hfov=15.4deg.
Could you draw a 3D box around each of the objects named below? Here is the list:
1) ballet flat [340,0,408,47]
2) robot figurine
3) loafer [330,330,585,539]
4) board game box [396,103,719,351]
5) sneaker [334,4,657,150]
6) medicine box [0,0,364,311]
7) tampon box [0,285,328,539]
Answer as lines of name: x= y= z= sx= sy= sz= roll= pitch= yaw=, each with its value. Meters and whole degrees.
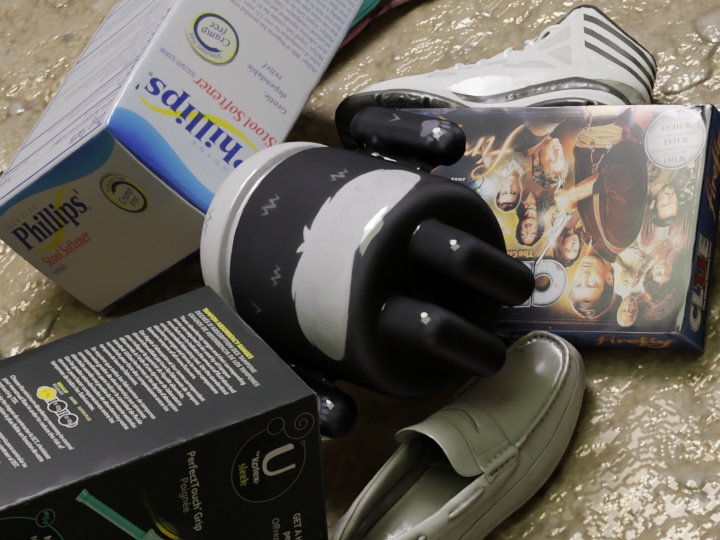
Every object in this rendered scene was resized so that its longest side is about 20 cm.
ballet flat: x=0.012 y=-0.204 z=1.763 sx=0.199 sy=0.069 sz=0.071 roll=-35 pitch=23 yaw=-7
robot figurine: x=0.002 y=-0.001 z=1.463 sx=0.150 sy=0.125 sz=0.199 roll=-37 pitch=35 yaw=-30
loafer: x=0.052 y=0.104 z=1.427 sx=0.070 sy=0.070 sz=0.200 roll=17 pitch=58 yaw=38
board game box: x=0.105 y=-0.025 z=1.518 sx=0.199 sy=0.035 sz=0.136 roll=0 pitch=73 yaw=28
sneaker: x=0.090 y=-0.106 z=1.630 sx=0.199 sy=0.076 sz=0.116 roll=1 pitch=36 yaw=27
medicine box: x=-0.116 y=-0.100 z=1.634 sx=0.182 sy=0.103 sz=0.201 roll=-29 pitch=28 yaw=54
tampon box: x=-0.132 y=0.125 z=1.397 sx=0.199 sy=0.151 sz=0.126 roll=-19 pitch=36 yaw=-23
